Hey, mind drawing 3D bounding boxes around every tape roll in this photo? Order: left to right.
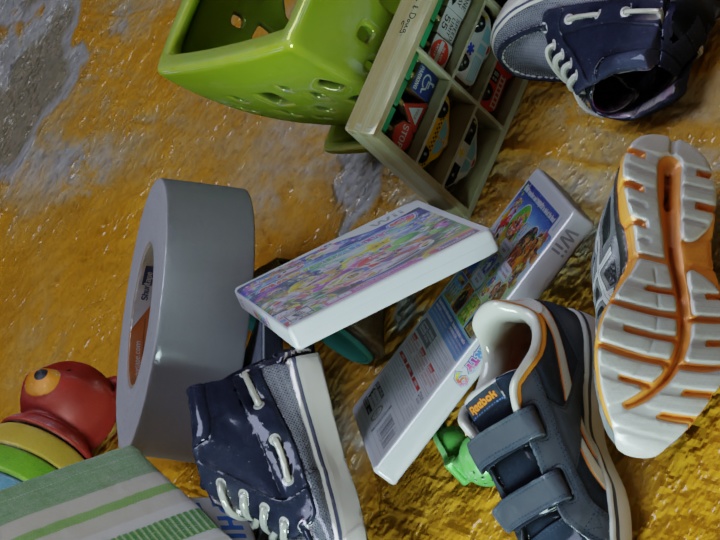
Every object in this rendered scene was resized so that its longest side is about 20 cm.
[{"bbox_3d":[-0.127,0.036,2.014,0.200,0.066,0.201,-171,90,-78],"label":"tape roll"}]

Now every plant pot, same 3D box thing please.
[{"bbox_3d":[0.003,-0.191,1.975,0.199,0.181,0.201,-3,61,58],"label":"plant pot"}]

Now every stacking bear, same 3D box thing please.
[{"bbox_3d":[-0.254,0.156,2.157,0.121,0.114,0.201,1,51,40],"label":"stacking bear"}]

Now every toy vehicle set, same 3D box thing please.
[{"bbox_3d":[0.070,-0.152,1.884,0.026,0.124,0.201,12,73,40],"label":"toy vehicle set"}]

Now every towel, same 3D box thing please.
[{"bbox_3d":[-0.139,0.188,1.710,0.200,0.152,0.023,39,131,34],"label":"towel"}]

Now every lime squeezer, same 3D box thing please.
[{"bbox_3d":[0.073,0.098,1.732,0.200,0.038,0.071,-3,64,61],"label":"lime squeezer"}]

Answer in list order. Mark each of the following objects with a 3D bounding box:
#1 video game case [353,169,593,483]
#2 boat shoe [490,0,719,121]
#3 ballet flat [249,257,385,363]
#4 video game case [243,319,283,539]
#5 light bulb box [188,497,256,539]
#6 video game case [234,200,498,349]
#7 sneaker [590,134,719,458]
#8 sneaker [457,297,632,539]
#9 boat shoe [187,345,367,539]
[{"bbox_3d":[0.068,0.032,1.762,0.200,0.018,0.143,-53,12,7],"label":"video game case"},{"bbox_3d":[0.144,-0.138,1.798,0.200,0.075,0.093,-18,41,52],"label":"boat shoe"},{"bbox_3d":[-0.023,0.017,1.962,0.072,0.068,0.200,-47,20,-16],"label":"ballet flat"},{"bbox_3d":[-0.077,0.143,1.908,0.201,0.019,0.143,-94,19,-46],"label":"video game case"},{"bbox_3d":[-0.156,0.249,1.746,0.199,0.199,0.125,-113,31,-50],"label":"light bulb box"},{"bbox_3d":[0.000,0.000,1.819,0.143,0.018,0.200,-27,11,-8],"label":"video game case"},{"bbox_3d":[0.167,0.022,1.623,0.077,0.078,0.201,121,162,-57],"label":"sneaker"},{"bbox_3d":[0.100,0.108,1.606,0.078,0.079,0.201,-39,45,41],"label":"sneaker"},{"bbox_3d":[-0.049,0.149,1.753,0.092,0.075,0.201,-14,62,-2],"label":"boat shoe"}]
